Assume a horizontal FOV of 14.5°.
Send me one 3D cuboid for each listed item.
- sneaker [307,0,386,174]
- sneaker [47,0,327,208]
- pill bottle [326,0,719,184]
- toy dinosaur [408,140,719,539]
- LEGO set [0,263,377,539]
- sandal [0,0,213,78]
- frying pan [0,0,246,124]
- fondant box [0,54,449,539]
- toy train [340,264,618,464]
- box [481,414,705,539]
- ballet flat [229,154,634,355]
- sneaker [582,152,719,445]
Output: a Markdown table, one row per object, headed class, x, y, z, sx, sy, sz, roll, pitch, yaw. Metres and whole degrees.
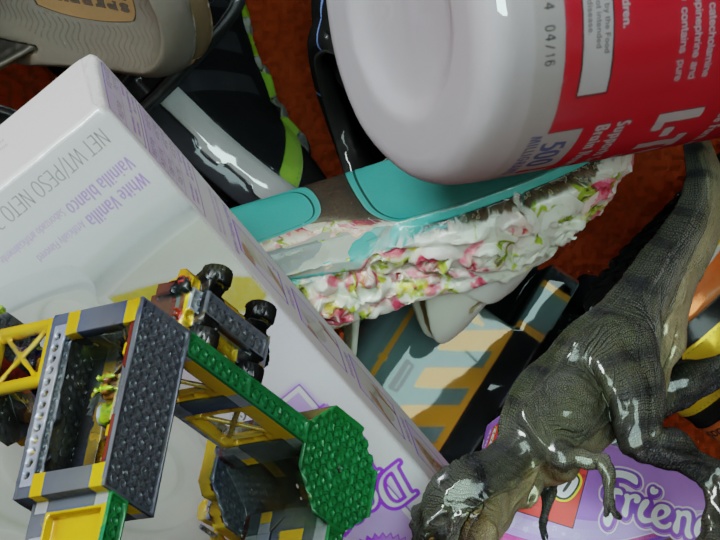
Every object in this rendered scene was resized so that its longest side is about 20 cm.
| class | x | y | z | sx | sy | sz | roll | pitch | yaw |
| --- | --- | --- | --- | --- | --- | --- | --- | --- | --- |
| sneaker | 0.017 | -0.112 | 0.969 | 0.070 | 0.200 | 0.078 | 7 | 49 | 8 |
| sneaker | -0.058 | -0.083 | 1.018 | 0.200 | 0.072 | 0.083 | 43 | 79 | -4 |
| pill bottle | 0.099 | -0.096 | 0.917 | 0.200 | 0.112 | 0.112 | -11 | 87 | -26 |
| toy dinosaur | 0.093 | 0.040 | 0.914 | 0.088 | 0.047 | 0.200 | 39 | 63 | -5 |
| LEGO set | -0.087 | 0.103 | 0.805 | 0.154 | 0.116 | 0.200 | 31 | 56 | -47 |
| sandal | -0.138 | -0.089 | 0.954 | 0.055 | 0.200 | 0.082 | -49 | 138 | -36 |
| frying pan | -0.106 | -0.014 | 0.984 | 0.190 | 0.031 | 0.115 | -21 | 92 | 22 |
| fondant box | -0.076 | 0.054 | 0.901 | 0.144 | 0.058 | 0.200 | -38 | 114 | 6 |
| toy train | 0.021 | 0.074 | 1.011 | 0.114 | 0.085 | 0.200 | 34 | 80 | -6 |
| box | 0.120 | 0.143 | 0.949 | 0.200 | 0.039 | 0.137 | 18 | 76 | -5 |
| ballet flat | 0.000 | 0.000 | 0.964 | 0.200 | 0.076 | 0.064 | -16 | 117 | -1 |
| sneaker | 0.165 | -0.008 | 1.030 | 0.200 | 0.070 | 0.090 | -40 | 96 | -37 |
